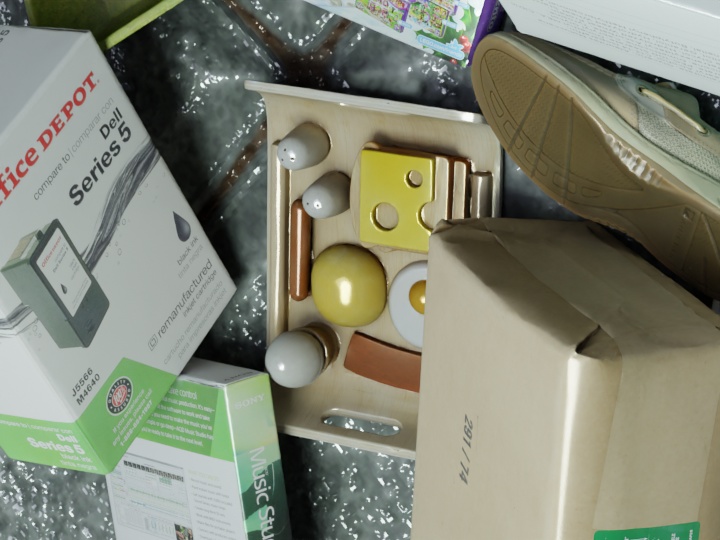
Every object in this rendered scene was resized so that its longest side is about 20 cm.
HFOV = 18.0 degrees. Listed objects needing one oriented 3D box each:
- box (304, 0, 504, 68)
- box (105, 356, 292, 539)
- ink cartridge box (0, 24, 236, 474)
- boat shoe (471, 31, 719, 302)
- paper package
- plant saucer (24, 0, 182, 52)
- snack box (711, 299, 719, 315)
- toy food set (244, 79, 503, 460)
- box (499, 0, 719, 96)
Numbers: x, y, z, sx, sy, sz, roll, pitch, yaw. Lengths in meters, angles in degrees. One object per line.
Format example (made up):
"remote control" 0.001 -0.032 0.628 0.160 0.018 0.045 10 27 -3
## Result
"box" -0.005 -0.208 1.199 0.199 0.039 0.137 25 116 18
"box" -0.093 0.148 1.324 0.144 0.036 0.201 9 112 50
"ink cartridge box" -0.170 -0.012 1.230 0.084 0.146 0.200 7 140 36
"boat shoe" 0.144 -0.061 1.158 0.200 0.065 0.072 37 142 20
"paper package" 0.104 0.095 1.148 0.103 0.191 0.201 -3 110 -19
"plant saucer" -0.120 -0.226 1.206 0.199 0.048 0.201 -24 79 47
"snack box" 0.273 0.063 1.152 0.199 0.024 0.072 12 110 23
"toy food set" 0.000 0.000 1.248 0.143 0.060 0.201 9 110 24
"box" 0.179 -0.186 1.018 0.199 0.131 0.200 20 83 20
